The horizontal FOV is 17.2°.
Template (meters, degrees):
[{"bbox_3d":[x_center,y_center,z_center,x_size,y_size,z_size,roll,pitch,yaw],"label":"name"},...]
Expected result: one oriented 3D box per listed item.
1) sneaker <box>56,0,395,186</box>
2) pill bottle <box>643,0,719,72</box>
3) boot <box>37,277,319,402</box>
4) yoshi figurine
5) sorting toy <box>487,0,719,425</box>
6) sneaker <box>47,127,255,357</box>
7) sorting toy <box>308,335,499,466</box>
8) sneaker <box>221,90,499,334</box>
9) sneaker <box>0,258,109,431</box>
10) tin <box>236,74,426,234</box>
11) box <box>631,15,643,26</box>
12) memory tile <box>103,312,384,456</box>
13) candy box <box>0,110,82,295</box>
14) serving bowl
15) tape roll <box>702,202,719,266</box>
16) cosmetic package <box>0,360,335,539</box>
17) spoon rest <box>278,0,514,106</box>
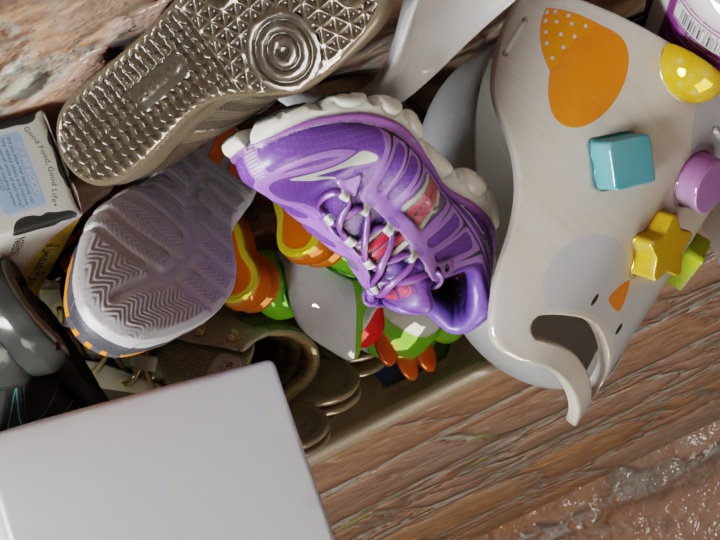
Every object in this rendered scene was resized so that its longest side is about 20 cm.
[{"bbox_3d":[-0.057,-0.106,1.118,0.199,0.071,0.075,-26,-176,31],"label":"sneaker"},{"bbox_3d":[0.209,-0.143,1.273,0.112,0.113,0.200,-22,167,-5],"label":"pill bottle"},{"bbox_3d":[-0.133,0.045,1.341,0.154,0.073,0.200,21,-161,32],"label":"boot"},{"bbox_3d":[-0.007,-0.011,1.364,0.200,0.112,0.113,26,88,-55],"label":"yoshi figurine"},{"bbox_3d":[0.129,-0.017,1.265,0.106,0.181,0.200,17,165,33],"label":"sorting toy"},{"bbox_3d":[-0.117,0.005,1.202,0.112,0.078,0.200,-44,-171,31],"label":"sneaker"},{"bbox_3d":[-0.002,0.030,1.509,0.184,0.201,0.036,-28,127,20],"label":"sorting toy"},{"bbox_3d":[0.012,-0.024,1.166,0.080,0.084,0.200,-23,148,29],"label":"sneaker"},{"bbox_3d":[-0.180,0.053,1.201,0.079,0.076,0.200,-35,159,-4],"label":"sneaker"},{"bbox_3d":[-0.014,-0.064,1.368,0.111,0.042,0.200,-22,167,12],"label":"tin"},{"bbox_3d":[0.219,-0.125,1.491,0.159,0.050,0.200,-26,166,5],"label":"box"},{"bbox_3d":[-0.093,0.061,1.425,0.199,0.017,0.153,7,-149,19],"label":"memory tile"},{"bbox_3d":[-0.248,-0.003,1.166,0.199,0.061,0.136,-18,166,-24],"label":"candy box"},{"bbox_3d":[0.084,-0.026,1.355,0.065,0.201,0.200,-15,171,28],"label":"serving bowl"},{"bbox_3d":[0.337,-0.041,1.676,0.139,0.204,0.202,-30,165,23],"label":"tape roll"},{"bbox_3d":[-0.121,0.167,1.223,0.167,0.167,0.200,-14,168,-27],"label":"cosmetic package"},{"bbox_3d":[0.034,-0.129,1.152,0.200,0.061,0.099,-31,164,33],"label":"spoon rest"}]
